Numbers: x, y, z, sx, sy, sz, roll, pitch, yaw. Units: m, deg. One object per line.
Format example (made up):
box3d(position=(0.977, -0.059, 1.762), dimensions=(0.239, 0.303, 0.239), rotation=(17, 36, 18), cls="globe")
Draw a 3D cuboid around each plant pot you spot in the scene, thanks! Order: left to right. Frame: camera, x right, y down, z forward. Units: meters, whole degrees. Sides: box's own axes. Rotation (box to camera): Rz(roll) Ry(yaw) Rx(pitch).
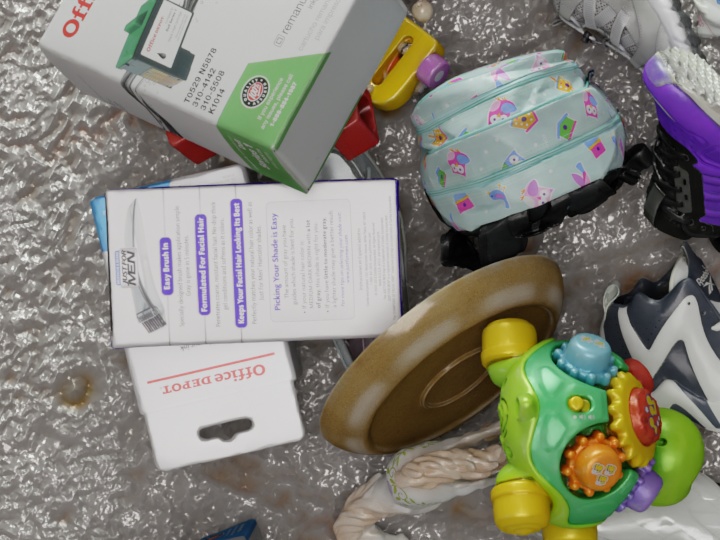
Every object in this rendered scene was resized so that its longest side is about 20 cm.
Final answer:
box3d(position=(0.063, 0.065, 1.659), dimensions=(0.200, 0.200, 0.027), rotation=(-39, 68, 5), cls="plant pot")

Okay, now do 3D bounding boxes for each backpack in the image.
box3d(position=(0.104, -0.080, 1.645), dimensions=(0.167, 0.200, 0.127), rotation=(-29, 91, 6), cls="backpack")

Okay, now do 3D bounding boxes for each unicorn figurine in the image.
box3d(position=(0.047, 0.153, 1.707), dimensions=(0.137, 0.200, 0.074), rotation=(-21, 65, -9), cls="unicorn figurine")

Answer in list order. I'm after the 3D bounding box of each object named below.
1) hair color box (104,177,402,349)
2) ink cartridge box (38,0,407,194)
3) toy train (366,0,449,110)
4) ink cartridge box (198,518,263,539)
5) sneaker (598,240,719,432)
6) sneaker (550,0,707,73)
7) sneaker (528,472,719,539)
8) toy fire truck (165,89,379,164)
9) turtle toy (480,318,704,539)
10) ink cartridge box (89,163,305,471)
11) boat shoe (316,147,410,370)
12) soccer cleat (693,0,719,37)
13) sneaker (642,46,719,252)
box3d(position=(-0.072, -0.006, 1.664), dimensions=(0.200, 0.065, 0.110), rotation=(-2, 93, -1), cls="hair color box")
box3d(position=(-0.094, -0.161, 1.623), dimensions=(0.200, 0.084, 0.146), rotation=(24, 80, 24), cls="ink cartridge box")
box3d(position=(-0.007, -0.171, 1.724), dimensions=(0.200, 0.056, 0.150), rotation=(-27, 69, 13), cls="toy train")
box3d(position=(-0.159, 0.258, 1.711), dimensions=(0.200, 0.145, 0.085), rotation=(-20, 93, 5), cls="ink cartridge box")
box3d(position=(0.258, 0.044, 1.701), dimensions=(0.199, 0.079, 0.130), rotation=(0, 102, 14), cls="sneaker")
box3d(position=(0.176, -0.184, 1.706), dimensions=(0.082, 0.075, 0.200), rotation=(-34, 80, 14), cls="sneaker")
box3d(position=(0.205, 0.176, 1.725), dimensions=(0.200, 0.076, 0.081), rotation=(14, 83, -2), cls="sneaker")
box3d(position=(-0.084, -0.148, 1.690), dimensions=(0.141, 0.049, 0.200), rotation=(-28, 67, 10), cls="toy fire truck")
box3d(position=(0.157, 0.111, 1.610), dimensions=(0.101, 0.200, 0.146), rotation=(-14, 67, 27), cls="turtle toy")
box3d(position=(-0.112, 0.032, 1.732), dimensions=(0.116, 0.067, 0.200), rotation=(-13, 92, 3), cls="ink cartridge box")
box3d(position=(-0.001, 0.001, 1.724), dimensions=(0.074, 0.065, 0.202), rotation=(-11, 91, 4), cls="boat shoe")
box3d(position=(0.256, -0.214, 1.693), dimensions=(0.086, 0.070, 0.200), rotation=(-30, 84, 24), cls="soccer cleat")
box3d(position=(0.230, -0.069, 1.658), dimensions=(0.099, 0.200, 0.070), rotation=(-36, 46, 14), cls="sneaker")
